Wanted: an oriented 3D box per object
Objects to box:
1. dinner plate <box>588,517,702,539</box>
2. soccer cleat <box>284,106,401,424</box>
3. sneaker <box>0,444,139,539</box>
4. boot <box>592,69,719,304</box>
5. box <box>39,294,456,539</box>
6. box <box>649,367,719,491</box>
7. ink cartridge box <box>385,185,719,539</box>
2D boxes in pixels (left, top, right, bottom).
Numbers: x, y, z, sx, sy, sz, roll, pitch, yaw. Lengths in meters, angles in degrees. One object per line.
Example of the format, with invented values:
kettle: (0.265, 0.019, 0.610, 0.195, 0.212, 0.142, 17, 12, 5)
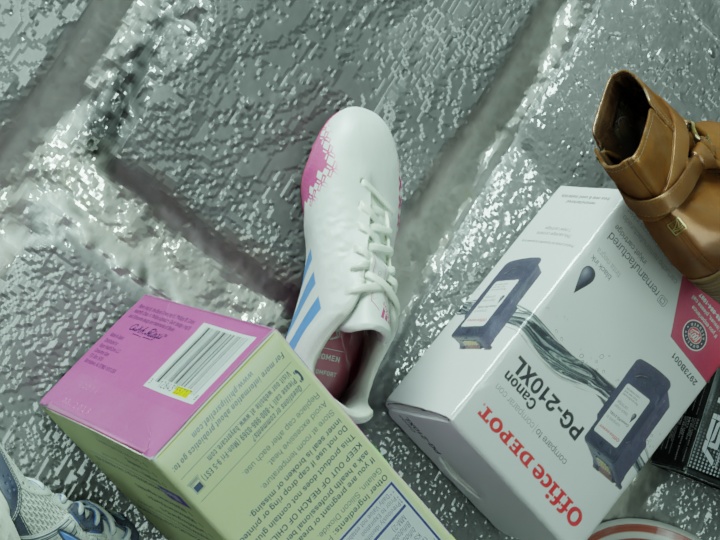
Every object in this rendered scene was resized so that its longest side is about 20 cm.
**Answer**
dinner plate: (0.214, 0.262, 1.186, 0.200, 0.024, 0.200, 18, 44, -18)
soccer cleat: (0.000, 0.000, 1.060, 0.070, 0.086, 0.200, 9, 90, -30)
sneaker: (-0.177, 0.157, 0.992, 0.085, 0.077, 0.200, -40, 120, -31)
boot: (0.202, -0.073, 1.124, 0.155, 0.077, 0.200, 42, 33, -26)
box: (-0.059, 0.123, 0.986, 0.097, 0.176, 0.200, -46, 114, -17)
box: (0.323, 0.079, 1.275, 0.193, 0.047, 0.200, 24, 82, -32)
ink cartridge box: (0.136, 0.065, 1.145, 0.200, 0.084, 0.145, -50, 115, -16)
